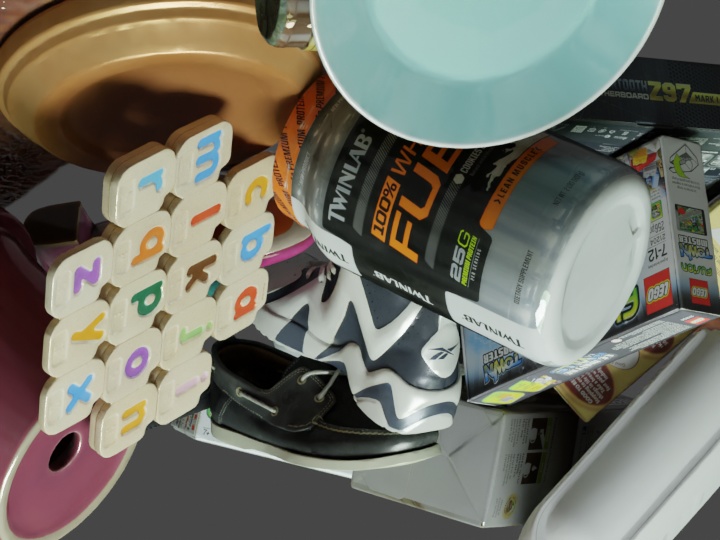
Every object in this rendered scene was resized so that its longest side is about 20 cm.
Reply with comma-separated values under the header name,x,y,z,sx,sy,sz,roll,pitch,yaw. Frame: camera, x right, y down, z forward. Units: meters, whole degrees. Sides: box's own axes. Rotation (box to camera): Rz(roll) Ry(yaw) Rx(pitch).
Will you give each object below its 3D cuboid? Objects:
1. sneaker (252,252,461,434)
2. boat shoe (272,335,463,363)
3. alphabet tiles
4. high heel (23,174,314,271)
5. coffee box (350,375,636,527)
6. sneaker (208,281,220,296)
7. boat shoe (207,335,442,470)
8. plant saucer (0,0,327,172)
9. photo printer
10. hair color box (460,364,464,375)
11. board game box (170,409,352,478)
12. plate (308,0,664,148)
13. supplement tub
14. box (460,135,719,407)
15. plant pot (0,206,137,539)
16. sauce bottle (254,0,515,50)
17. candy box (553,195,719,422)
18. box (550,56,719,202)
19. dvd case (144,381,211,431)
name,x,y,z,sx,sy,sz,roll,pitch,yaw
sneaker,0.000,0.000,1.711,0.079,0.199,0.130,-4,122,-33
boat shoe,0.023,0.027,1.850,0.198,0.074,0.068,4,141,28
alphabet tiles,-0.118,0.010,1.576,0.195,0.015,0.201,-30,137,-44
high heel,-0.113,-0.011,1.739,0.198,0.068,0.096,2,150,19
coffee box,0.101,0.119,1.825,0.114,0.080,0.199,15,-173,37
sneaker,-0.143,0.047,1.850,0.199,0.080,0.077,-19,154,25
boat shoe,-0.028,0.088,1.751,0.071,0.068,0.199,-12,-163,-42
plant saucer,-0.112,-0.104,1.564,0.198,0.038,0.200,-7,157,-3
photo printer,0.174,0.142,1.727,0.200,0.069,0.167,-47,166,-12
hair color box,0.068,0.056,1.950,0.199,0.065,0.109,-20,156,31
board game box,-0.035,0.128,2.006,0.199,0.035,0.126,15,177,-12
plate,0.067,-0.156,1.418,0.199,0.026,0.201,-9,126,-12
supplement tub,0.055,-0.037,1.542,0.199,0.123,0.123,25,170,27
box,0.135,0.003,1.657,0.035,0.111,0.200,10,156,-36
plant pot,-0.237,0.069,1.643,0.200,0.179,0.201,-42,152,-29
sauce bottle,0.045,-0.150,1.470,0.198,0.065,0.065,-1,156,-16
candy box,0.208,0.008,1.740,0.200,0.055,0.115,-41,177,13
box,0.142,-0.079,1.673,0.199,0.051,0.158,4,156,-23
dvd case,-0.164,0.096,1.902,0.142,0.018,0.199,-18,-175,-35
